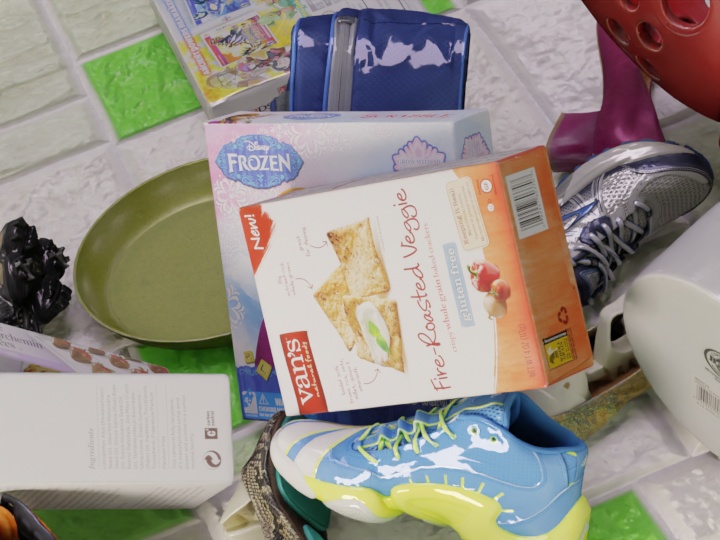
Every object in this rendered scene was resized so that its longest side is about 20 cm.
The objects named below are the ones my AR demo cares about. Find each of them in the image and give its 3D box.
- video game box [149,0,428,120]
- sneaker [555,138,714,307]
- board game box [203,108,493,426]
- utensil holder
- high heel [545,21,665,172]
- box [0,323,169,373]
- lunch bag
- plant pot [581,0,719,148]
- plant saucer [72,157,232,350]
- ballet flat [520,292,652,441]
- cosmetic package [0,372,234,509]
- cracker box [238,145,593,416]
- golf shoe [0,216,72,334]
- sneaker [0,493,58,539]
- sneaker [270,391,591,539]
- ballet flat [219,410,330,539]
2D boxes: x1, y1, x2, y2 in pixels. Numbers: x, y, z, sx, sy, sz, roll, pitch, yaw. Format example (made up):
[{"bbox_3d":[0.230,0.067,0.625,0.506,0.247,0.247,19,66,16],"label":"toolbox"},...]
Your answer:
[{"bbox_3d":[-0.056,-0.194,2.076,0.182,0.047,0.200,-20,39,-7],"label":"video game box"},{"bbox_3d":[0.147,-0.014,1.778,0.200,0.077,0.085,-25,43,4],"label":"sneaker"},{"bbox_3d":[0.000,0.000,1.682,0.200,0.200,0.041,1,14,38],"label":"board game box"},{"bbox_3d":[0.282,0.008,1.622,0.200,0.170,0.170,-38,44,-23],"label":"utensil holder"},{"bbox_3d":[0.207,-0.145,1.901,0.096,0.067,0.200,2,47,36],"label":"high heel"},{"bbox_3d":[-0.206,0.066,1.721,0.041,0.200,0.039,-55,40,21],"label":"box"},{"bbox_3d":[0.004,-0.108,1.812,0.132,0.136,0.200,5,4,2],"label":"lunch bag"},{"bbox_3d":[0.263,-0.181,1.747,0.200,0.200,0.183,-30,76,-16],"label":"plant pot"},{"bbox_3d":[-0.101,-0.008,1.883,0.200,0.031,0.200,-9,40,7],"label":"plant saucer"},{"bbox_3d":[0.148,0.058,1.690,0.200,0.071,0.071,-29,41,-15],"label":"ballet flat"},{"bbox_3d":[-0.187,0.106,1.653,0.200,0.101,0.071,1,76,-19],"label":"cosmetic package"},{"bbox_3d":[0.030,0.009,1.597,0.200,0.134,0.058,-9,7,39],"label":"cracker box"},{"bbox_3d":[-0.254,0.059,1.839,0.094,0.078,0.200,-25,36,26],"label":"golf shoe"},{"bbox_3d":[-0.230,0.175,1.643,0.200,0.112,0.078,15,52,33],"label":"sneaker"},{"bbox_3d":[0.048,0.103,1.607,0.200,0.105,0.076,17,25,8],"label":"sneaker"},{"bbox_3d":[-0.048,0.167,1.638,0.075,0.068,0.200,-33,39,12],"label":"ballet flat"}]
